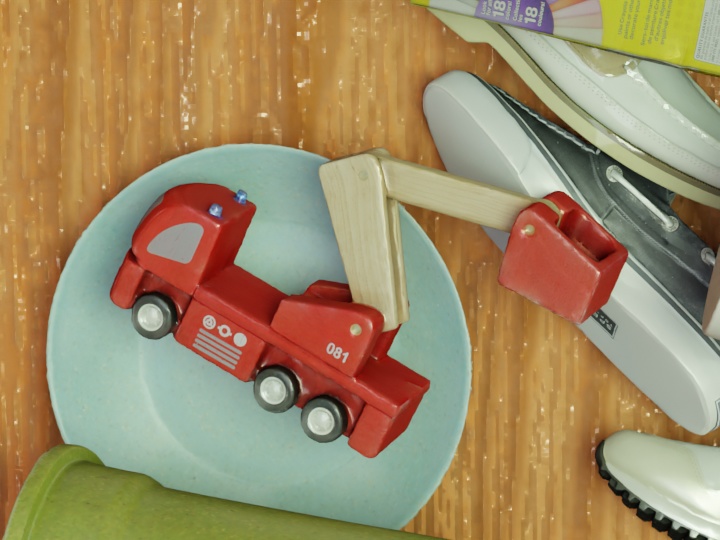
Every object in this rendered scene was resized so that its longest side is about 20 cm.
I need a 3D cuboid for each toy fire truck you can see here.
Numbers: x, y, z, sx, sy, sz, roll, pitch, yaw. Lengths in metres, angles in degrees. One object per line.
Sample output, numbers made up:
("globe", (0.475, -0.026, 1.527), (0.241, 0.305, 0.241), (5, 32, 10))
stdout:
("toy fire truck", (0.000, 0.000, 1.192), (0.199, 0.049, 0.142), (31, 111, 12))

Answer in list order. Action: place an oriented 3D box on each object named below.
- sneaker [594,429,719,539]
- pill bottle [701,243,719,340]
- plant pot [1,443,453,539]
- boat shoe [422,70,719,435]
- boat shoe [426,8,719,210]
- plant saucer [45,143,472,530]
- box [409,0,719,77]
("sneaker", (0.206, 0.096, 1.224), (0.199, 0.070, 0.094), (22, 83, 9))
("pill bottle", (0.242, 0.013, 1.086), (0.199, 0.113, 0.114), (16, 100, 3))
("plant pot", (-0.043, 0.177, 1.163), (0.183, 0.200, 0.202), (1, 98, 12))
("boat shoe", (0.111, -0.021, 1.221), (0.068, 0.072, 0.200), (-37, 74, -20))
("boat shoe", (0.104, -0.105, 1.204), (0.200, 0.075, 0.069), (37, 108, 5))
("plant saucer", (-0.045, 0.041, 1.268), (0.199, 0.039, 0.203), (1, 97, 11))
("box", (0.103, -0.152, 1.141), (0.199, 0.048, 0.118), (15, 102, 16))
